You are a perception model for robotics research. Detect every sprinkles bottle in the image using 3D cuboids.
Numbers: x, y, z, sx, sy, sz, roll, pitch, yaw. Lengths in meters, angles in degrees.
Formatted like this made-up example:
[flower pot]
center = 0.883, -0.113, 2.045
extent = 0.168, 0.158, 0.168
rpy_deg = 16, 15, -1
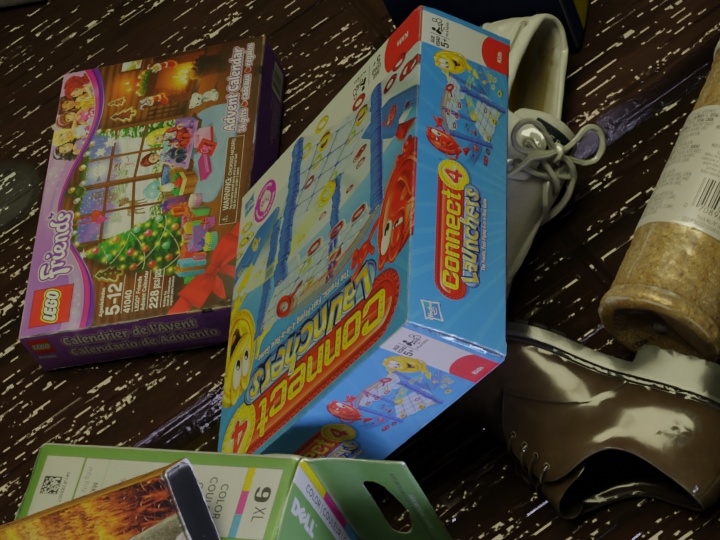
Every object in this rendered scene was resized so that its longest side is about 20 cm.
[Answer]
[sprinkles bottle]
center = 0.191, -0.046, 1.139
extent = 0.068, 0.068, 0.200
rpy_deg = 13, 61, 30

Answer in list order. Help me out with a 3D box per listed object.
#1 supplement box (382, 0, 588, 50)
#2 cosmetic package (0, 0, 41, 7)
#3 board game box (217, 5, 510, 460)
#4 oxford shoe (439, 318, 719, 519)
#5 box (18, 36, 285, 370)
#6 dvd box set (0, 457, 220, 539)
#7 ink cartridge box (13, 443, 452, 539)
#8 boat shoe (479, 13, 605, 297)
[supplement box]
center = 0.081, -0.238, 1.300
extent = 0.108, 0.110, 0.201
rpy_deg = -1, 56, 21
[cosmetic package]
center = -0.267, -0.271, 1.410
extent = 0.071, 0.200, 0.102
rpy_deg = -7, 54, 17
[board game box]
center = 0.000, 0.000, 1.118
extent = 0.200, 0.056, 0.196
rpy_deg = -44, 33, 46
[oxford shoe]
center = 0.092, 0.076, 1.090
extent = 0.199, 0.073, 0.085
rpy_deg = 9, 64, 29
[box]
center = -0.120, -0.041, 1.285
extent = 0.136, 0.039, 0.201
rpy_deg = -9, 53, 17
[dvd box set]
center = -0.144, 0.189, 1.049
extent = 0.199, 0.029, 0.147
rpy_deg = -20, 90, 24
[ink cartridge box]
center = -0.062, 0.139, 1.085
extent = 0.199, 0.104, 0.059
rpy_deg = 0, 56, 22
[boat shoe]
center = 0.090, -0.063, 1.188
extent = 0.086, 0.075, 0.202
rpy_deg = -18, 42, 32
